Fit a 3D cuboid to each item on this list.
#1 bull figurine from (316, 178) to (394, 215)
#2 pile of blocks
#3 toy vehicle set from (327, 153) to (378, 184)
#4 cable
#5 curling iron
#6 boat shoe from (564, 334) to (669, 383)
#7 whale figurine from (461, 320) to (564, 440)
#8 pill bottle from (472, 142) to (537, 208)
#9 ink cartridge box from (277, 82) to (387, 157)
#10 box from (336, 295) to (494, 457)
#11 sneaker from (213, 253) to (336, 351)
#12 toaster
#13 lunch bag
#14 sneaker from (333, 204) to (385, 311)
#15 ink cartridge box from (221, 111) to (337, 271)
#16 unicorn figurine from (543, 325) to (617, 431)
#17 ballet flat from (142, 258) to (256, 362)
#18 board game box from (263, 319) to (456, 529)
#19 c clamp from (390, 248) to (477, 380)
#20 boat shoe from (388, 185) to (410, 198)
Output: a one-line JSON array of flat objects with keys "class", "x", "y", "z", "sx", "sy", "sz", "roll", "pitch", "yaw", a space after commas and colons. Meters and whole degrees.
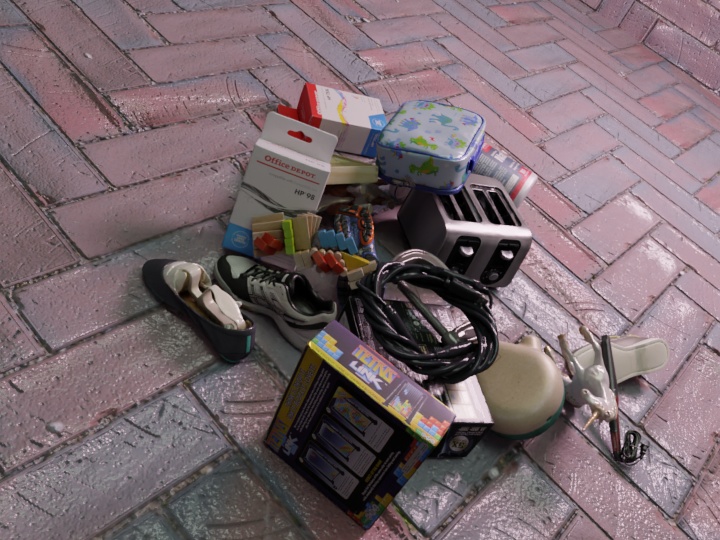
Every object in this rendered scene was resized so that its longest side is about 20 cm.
[{"class": "bull figurine", "x": -0.020, "y": -0.121, "z": 1.130, "sx": 0.121, "sy": 0.066, "sz": 0.200, "roll": 5, "pitch": 20, "yaw": 34}, {"class": "pile of blocks", "x": -0.061, "y": -0.032, "z": 0.941, "sx": 0.199, "sy": 0.083, "sz": 0.062, "roll": 17, "pitch": 8, "yaw": -4}, {"class": "toy vehicle set", "x": -0.071, "y": -0.173, "z": 1.129, "sx": 0.124, "sy": 0.027, "sz": 0.200, "roll": -6, "pitch": 18, "yaw": -27}, {"class": "cable", "x": 0.083, "y": 0.062, "z": 0.880, "sx": 0.199, "sy": 0.051, "sz": 0.164, "roll": 20, "pitch": 54, "yaw": -7}, {"class": "curling iron", "x": 0.392, "y": 0.196, "z": 1.033, "sx": 0.049, "sy": 0.026, "sz": 0.201, "roll": -3, "pitch": 64, "yaw": -3}, {"class": "boat shoe", "x": 0.413, "y": 0.145, "z": 1.115, "sx": 0.200, "sy": 0.073, "sz": 0.060, "roll": -5, "pitch": 5, "yaw": -23}, {"class": "whale figurine", "x": 0.199, "y": 0.157, "z": 0.969, "sx": 0.159, "sy": 0.104, "sz": 0.200, "roll": -42, "pitch": 45, "yaw": -10}, {"class": "pill bottle", "x": 0.227, "y": -0.185, "z": 1.311, "sx": 0.199, "sy": 0.120, "sz": 0.120, "roll": 34, "pitch": 41, "yaw": 8}, {"class": "ink cartridge box", "x": -0.054, "y": -0.295, "z": 1.315, "sx": 0.199, "sy": 0.067, "sz": 0.117, "roll": 7, "pitch": 44, "yaw": -21}, {"class": "box", "x": 0.062, "y": 0.141, "z": 0.909, "sx": 0.163, "sy": 0.086, "sz": 0.201, "roll": 6, "pitch": 44, "yaw": -23}, {"class": "sneaker", "x": -0.113, "y": 0.023, "z": 0.939, "sx": 0.199, "sy": 0.088, "sz": 0.076, "roll": 33, "pitch": 43, "yaw": 9}, {"class": "toaster", "x": 0.175, "y": -0.076, "z": 1.172, "sx": 0.180, "sy": 0.119, "sz": 0.201, "roll": 4, "pitch": 45, "yaw": -25}, {"class": "lunch bag", "x": 0.120, "y": -0.205, "z": 1.121, "sx": 0.160, "sy": 0.083, "sz": 0.200, "roll": 14, "pitch": 39, "yaw": 15}, {"class": "sneaker", "x": 0.000, "y": 0.000, "z": 1.035, "sx": 0.075, "sy": 0.079, "sz": 0.201, "roll": -3, "pitch": 62, "yaw": 2}, {"class": "ink cartridge box", "x": -0.116, "y": -0.115, "z": 0.987, "sx": 0.115, "sy": 0.201, "sz": 0.067, "roll": 19, "pitch": 17, "yaw": -9}, {"class": "unicorn figurine", "x": 0.320, "y": 0.156, "z": 0.973, "sx": 0.073, "sy": 0.200, "sz": 0.138, "roll": -23, "pitch": 70, "yaw": 8}, {"class": "ballet flat", "x": -0.209, "y": 0.033, "z": 0.891, "sx": 0.200, "sy": 0.073, "sz": 0.073, "roll": 42, "pitch": 43, "yaw": 17}, {"class": "board game box", "x": -0.010, "y": 0.175, "z": 0.749, "sx": 0.165, "sy": 0.201, "sz": 0.057, "roll": 38, "pitch": 43, "yaw": 12}, {"class": "c clamp", "x": 0.102, "y": 0.046, "z": 0.945, "sx": 0.170, "sy": 0.027, "sz": 0.200, "roll": -13, "pitch": 55, "yaw": -39}, {"class": "boat shoe", "x": 0.142, "y": -0.194, "z": 1.240, "sx": 0.070, "sy": 0.200, "sz": 0.071, "roll": 50, "pitch": 3, "yaw": 21}]
